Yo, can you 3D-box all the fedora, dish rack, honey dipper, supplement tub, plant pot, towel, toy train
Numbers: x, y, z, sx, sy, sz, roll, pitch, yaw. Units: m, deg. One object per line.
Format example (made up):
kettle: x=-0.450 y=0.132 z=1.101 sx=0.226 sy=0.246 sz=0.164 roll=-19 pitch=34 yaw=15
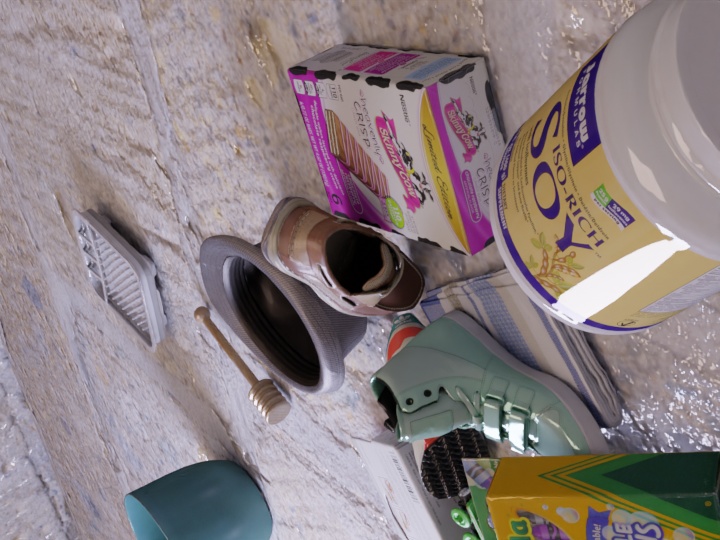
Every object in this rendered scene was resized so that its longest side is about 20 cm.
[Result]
fedora: x=-0.065 y=0.027 z=1.261 sx=0.199 sy=0.090 sz=0.179 roll=37 pitch=147 yaw=30
dish rack: x=-0.342 y=0.007 z=1.811 sx=0.200 sy=0.043 sz=0.174 roll=40 pitch=146 yaw=38
honey dipper: x=-0.154 y=0.113 z=1.585 sx=0.200 sy=0.038 sz=0.038 roll=49 pitch=153 yaw=33
supplement tub: x=0.169 y=-0.059 z=0.676 sx=0.147 sy=0.144 sz=0.200 roll=57 pitch=154 yaw=7
plant pot: x=-0.225 y=0.371 z=1.825 sx=0.200 sy=0.160 sz=0.203 roll=42 pitch=149 yaw=33
towel: x=0.127 y=0.067 z=1.024 sx=0.148 sy=0.024 sz=0.200 roll=61 pitch=157 yaw=-4
toy train: x=0.145 y=0.290 z=1.183 sx=0.056 sy=0.042 sz=0.202 roll=-1 pitch=120 yaw=51

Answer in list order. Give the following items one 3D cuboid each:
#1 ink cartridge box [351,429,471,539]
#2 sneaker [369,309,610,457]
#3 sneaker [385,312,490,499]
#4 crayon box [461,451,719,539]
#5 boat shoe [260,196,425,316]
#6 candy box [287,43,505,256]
ink cartridge box: x=0.071 y=0.254 z=1.295 sx=0.202 sy=0.043 sz=0.173 roll=63 pitch=166 yaw=-3
sneaker: x=0.094 y=0.122 z=0.979 sx=0.200 sy=0.117 sz=0.075 roll=37 pitch=148 yaw=38
sneaker: x=0.069 y=0.123 z=1.158 sx=0.094 sy=0.069 sz=0.201 roll=-101 pitch=-9 yaw=-48
crayon box: x=0.173 y=0.201 z=0.921 sx=0.197 sy=0.052 sz=0.127 roll=-5 pitch=117 yaw=26
boat shoe: x=0.000 y=0.000 z=1.042 sx=0.071 sy=0.077 sz=0.199 roll=18 pitch=178 yaw=38
candy box: x=0.031 y=-0.100 z=0.987 sx=0.199 sy=0.061 sz=0.138 roll=18 pitch=132 yaw=55
